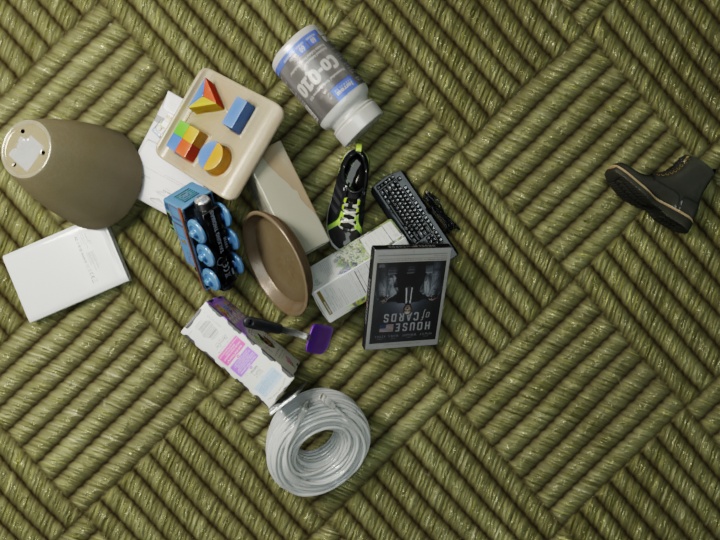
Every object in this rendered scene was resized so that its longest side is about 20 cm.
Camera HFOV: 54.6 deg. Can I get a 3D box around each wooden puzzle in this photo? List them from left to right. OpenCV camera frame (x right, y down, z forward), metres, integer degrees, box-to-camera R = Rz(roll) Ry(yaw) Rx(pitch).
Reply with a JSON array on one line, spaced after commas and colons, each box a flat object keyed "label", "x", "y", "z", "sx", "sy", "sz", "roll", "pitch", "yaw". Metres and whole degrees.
[{"label": "wooden puzzle", "x": -0.255, "y": -0.247, "z": 1.222, "sx": 0.198, "sy": 0.046, "sz": 0.187, "roll": 31, "pitch": 90, "yaw": 23}]

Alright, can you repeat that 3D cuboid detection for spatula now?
[{"label": "spatula", "x": -0.129, "y": 0.112, "z": 1.265, "sx": 0.198, "sy": 0.020, "sz": 0.058, "roll": 18, "pitch": 89, "yaw": -36}]

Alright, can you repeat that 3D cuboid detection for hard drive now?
[{"label": "hard drive", "x": -0.545, "y": -0.004, "z": 1.297, "sx": 0.197, "sy": 0.026, "sz": 0.134, "roll": -23, "pitch": 92, "yaw": -1}]

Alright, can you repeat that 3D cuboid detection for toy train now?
[{"label": "toy train", "x": -0.275, "y": -0.055, "z": 1.241, "sx": 0.113, "sy": 0.202, "sz": 0.086, "roll": 27, "pitch": 51, "yaw": 34}]

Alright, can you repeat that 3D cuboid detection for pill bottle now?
[{"label": "pill bottle", "x": -0.057, "y": -0.331, "z": 1.267, "sx": 0.114, "sy": 0.114, "sz": 0.201, "roll": -41, "pitch": 92, "yaw": -1}]

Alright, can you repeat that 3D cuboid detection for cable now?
[{"label": "cable", "x": -0.079, "y": 0.311, "z": 1.261, "sx": 0.199, "sy": 0.069, "sz": 0.201, "roll": 34, "pitch": 98, "yaw": -35}]

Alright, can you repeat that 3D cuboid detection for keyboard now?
[{"label": "keyboard", "x": -0.125, "y": 0.223, "z": 1.231, "sx": 0.056, "sy": 0.200, "sz": 0.011, "roll": -31, "pitch": 88, "yaw": -1}, {"label": "keyboard", "x": 0.113, "y": -0.101, "z": 1.316, "sx": 0.103, "sy": 0.040, "sz": 0.201, "roll": -35, "pitch": 93, "yaw": -1}]

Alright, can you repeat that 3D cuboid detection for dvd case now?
[{"label": "dvd case", "x": 0.083, "y": 0.049, "z": 1.269, "sx": 0.147, "sy": 0.025, "sz": 0.203, "roll": -3, "pitch": 115, "yaw": -16}]

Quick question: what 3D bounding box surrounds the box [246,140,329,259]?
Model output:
[{"label": "box", "x": -0.140, "y": -0.121, "z": 1.272, "sx": 0.077, "sy": 0.095, "sz": 0.202, "roll": -27, "pitch": 94, "yaw": -17}]

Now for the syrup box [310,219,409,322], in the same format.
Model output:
[{"label": "syrup box", "x": 0.000, "y": 0.000, "z": 1.280, "sx": 0.198, "sy": 0.079, "sz": 0.082, "roll": -32, "pitch": 124, "yaw": -1}]

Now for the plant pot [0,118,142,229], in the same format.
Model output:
[{"label": "plant pot", "x": -0.504, "y": -0.179, "z": 1.188, "sx": 0.184, "sy": 0.200, "sz": 0.191, "roll": -1, "pitch": 84, "yaw": 11}]

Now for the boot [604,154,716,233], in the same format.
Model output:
[{"label": "boot", "x": 0.569, "y": -0.182, "z": 1.322, "sx": 0.198, "sy": 0.077, "sz": 0.140, "roll": 32, "pitch": 85, "yaw": -16}]

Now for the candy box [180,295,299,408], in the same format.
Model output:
[{"label": "candy box", "x": -0.207, "y": 0.139, "z": 1.243, "sx": 0.199, "sy": 0.168, "sz": 0.072, "roll": 41, "pitch": 90, "yaw": -2}]

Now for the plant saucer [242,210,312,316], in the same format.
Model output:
[{"label": "plant saucer", "x": -0.145, "y": -0.015, "z": 1.243, "sx": 0.029, "sy": 0.199, "sz": 0.203, "roll": -27, "pitch": 92, "yaw": -31}]

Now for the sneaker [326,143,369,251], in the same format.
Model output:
[{"label": "sneaker", "x": -0.024, "y": -0.132, "z": 1.286, "sx": 0.070, "sy": 0.083, "sz": 0.204, "roll": 6, "pitch": 93, "yaw": -2}]

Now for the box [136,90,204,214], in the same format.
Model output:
[{"label": "box", "x": -0.332, "y": -0.204, "z": 1.295, "sx": 0.154, "sy": 0.041, "sz": 0.202, "roll": 27, "pitch": 89, "yaw": -2}]
